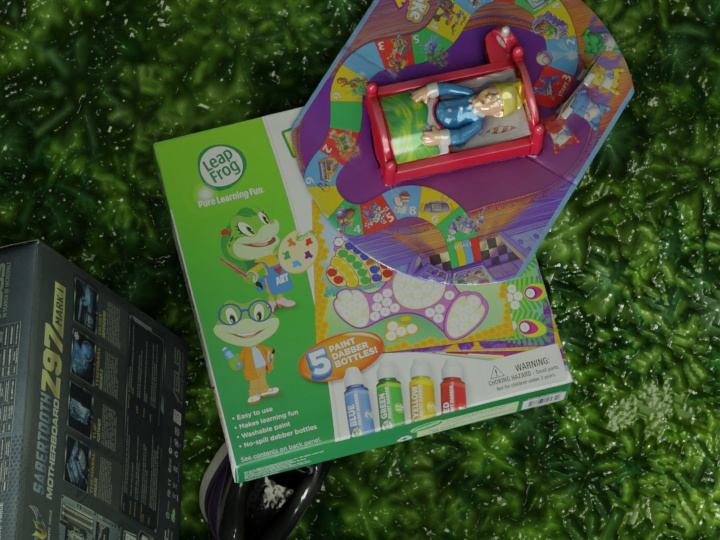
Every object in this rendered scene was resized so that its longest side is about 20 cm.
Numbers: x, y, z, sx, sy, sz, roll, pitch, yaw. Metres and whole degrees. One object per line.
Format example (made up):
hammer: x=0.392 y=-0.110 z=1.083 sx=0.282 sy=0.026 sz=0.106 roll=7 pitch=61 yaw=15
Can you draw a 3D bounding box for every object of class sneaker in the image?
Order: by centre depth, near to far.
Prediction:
sneaker: x=-0.027 y=0.080 z=1.525 sx=0.075 sy=0.088 sz=0.201 roll=21 pitch=97 yaw=-12

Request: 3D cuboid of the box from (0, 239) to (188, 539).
box: x=-0.158 y=0.105 z=1.437 sx=0.051 sy=0.158 sz=0.201 roll=-12 pitch=62 yaw=25

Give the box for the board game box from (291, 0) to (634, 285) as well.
board game box: x=0.057 y=-0.095 z=1.478 sx=0.157 sy=0.039 sz=0.201 roll=31 pitch=74 yaw=8

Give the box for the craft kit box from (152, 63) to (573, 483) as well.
craft kit box: x=0.000 y=0.000 z=1.492 sx=0.199 sy=0.049 sz=0.199 roll=-14 pitch=71 yaw=-6
